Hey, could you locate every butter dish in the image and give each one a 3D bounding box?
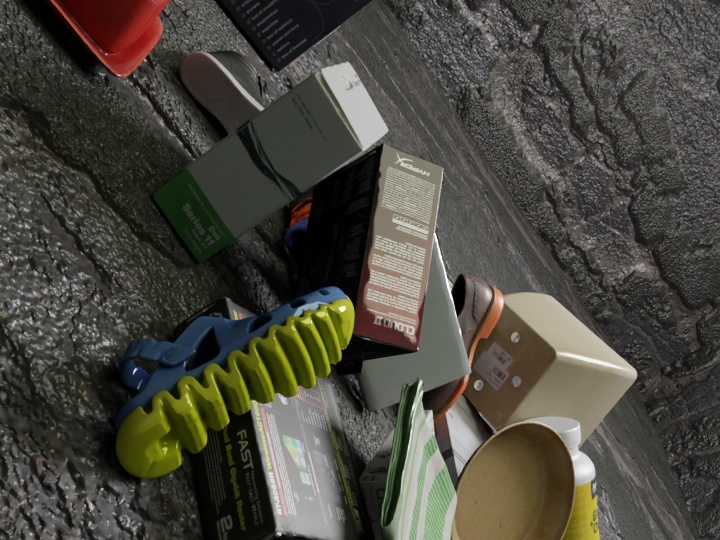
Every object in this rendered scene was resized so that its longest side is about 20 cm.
[{"bbox_3d":[-0.236,-0.320,0.830,0.201,0.147,0.200,51,20,-24],"label":"butter dish"}]

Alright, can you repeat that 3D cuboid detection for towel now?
[{"bbox_3d":[0.057,0.218,0.781,0.154,0.023,0.202,-75,157,-44],"label":"towel"}]

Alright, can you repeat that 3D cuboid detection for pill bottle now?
[{"bbox_3d":[0.255,0.302,1.128,0.112,0.110,0.204,-19,104,-71],"label":"pill bottle"}]

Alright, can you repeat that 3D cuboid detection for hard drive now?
[{"bbox_3d":[0.040,0.041,0.964,0.026,0.130,0.203,-162,-125,-72],"label":"hard drive"}]

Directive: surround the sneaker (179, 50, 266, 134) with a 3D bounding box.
[{"bbox_3d":[-0.127,-0.187,1.035,0.201,0.070,0.099,51,24,-13],"label":"sneaker"}]

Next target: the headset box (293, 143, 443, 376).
[{"bbox_3d":[0.000,0.000,0.834,0.076,0.148,0.204,16,72,-25],"label":"headset box"}]

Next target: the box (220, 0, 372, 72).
[{"bbox_3d":[-0.109,-0.448,1.281,0.197,0.198,0.125,48,19,-32],"label":"box"}]

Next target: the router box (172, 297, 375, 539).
[{"bbox_3d":[-0.070,0.140,0.699,0.150,0.062,0.202,37,29,-52],"label":"router box"}]

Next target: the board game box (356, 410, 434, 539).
[{"bbox_3d":[0.042,0.228,0.832,0.200,0.034,0.129,-32,117,-72],"label":"board game box"}]

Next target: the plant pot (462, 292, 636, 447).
[{"bbox_3d":[0.238,0.147,1.239,0.176,0.201,0.200,25,17,-49],"label":"plant pot"}]

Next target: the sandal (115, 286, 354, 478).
[{"bbox_3d":[-0.094,0.059,0.615,0.087,0.198,0.080,46,-30,37],"label":"sandal"}]

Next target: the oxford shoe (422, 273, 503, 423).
[{"bbox_3d":[0.102,0.098,1.074,0.072,0.202,0.071,31,-9,-30],"label":"oxford shoe"}]

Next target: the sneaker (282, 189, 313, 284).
[{"bbox_3d":[-0.055,-0.044,1.011,0.078,0.075,0.202,36,28,-44],"label":"sneaker"}]

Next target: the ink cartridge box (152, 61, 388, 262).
[{"bbox_3d":[-0.081,-0.108,0.831,0.084,0.198,0.147,55,19,-7],"label":"ink cartridge box"}]

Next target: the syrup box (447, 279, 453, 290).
[{"bbox_3d":[0.076,0.033,1.169,0.200,0.081,0.079,47,17,3],"label":"syrup box"}]

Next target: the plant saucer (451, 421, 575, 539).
[{"bbox_3d":[0.174,0.275,1.020,0.201,0.201,0.035,49,-20,-28],"label":"plant saucer"}]

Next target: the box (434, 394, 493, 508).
[{"bbox_3d":[0.140,0.250,1.126,0.156,0.041,0.202,48,22,-33],"label":"box"}]
